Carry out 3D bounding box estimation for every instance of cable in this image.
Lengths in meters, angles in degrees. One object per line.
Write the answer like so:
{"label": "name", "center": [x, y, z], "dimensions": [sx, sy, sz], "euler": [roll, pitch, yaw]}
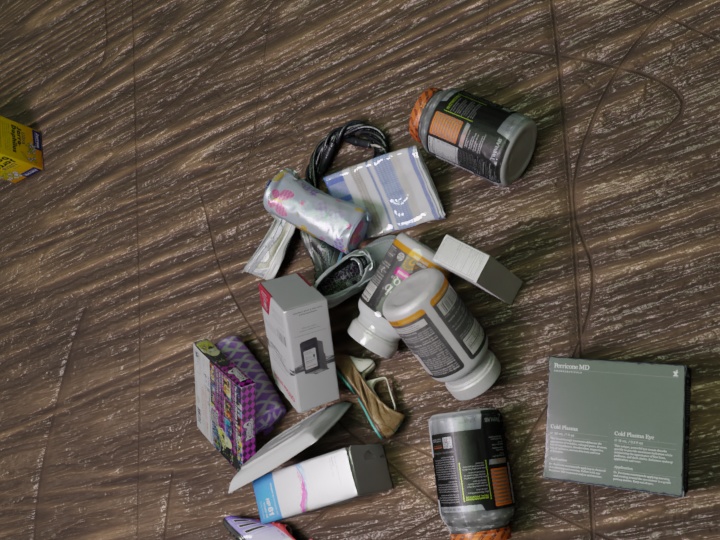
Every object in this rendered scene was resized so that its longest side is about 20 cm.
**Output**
{"label": "cable", "center": [-0.037, -0.200, 1.455], "dimensions": [0.199, 0.051, 0.164], "euler": [-22, 73, 24]}

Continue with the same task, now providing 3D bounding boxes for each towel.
{"label": "towel", "center": [0.043, -0.134, 1.373], "dimensions": [0.199, 0.024, 0.148], "euler": [-15, 112, 26]}

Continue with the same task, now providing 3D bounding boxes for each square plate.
{"label": "square plate", "center": [-0.124, 0.302, 1.326], "dimensions": [0.199, 0.198, 0.029], "euler": [-34, 87, 18]}

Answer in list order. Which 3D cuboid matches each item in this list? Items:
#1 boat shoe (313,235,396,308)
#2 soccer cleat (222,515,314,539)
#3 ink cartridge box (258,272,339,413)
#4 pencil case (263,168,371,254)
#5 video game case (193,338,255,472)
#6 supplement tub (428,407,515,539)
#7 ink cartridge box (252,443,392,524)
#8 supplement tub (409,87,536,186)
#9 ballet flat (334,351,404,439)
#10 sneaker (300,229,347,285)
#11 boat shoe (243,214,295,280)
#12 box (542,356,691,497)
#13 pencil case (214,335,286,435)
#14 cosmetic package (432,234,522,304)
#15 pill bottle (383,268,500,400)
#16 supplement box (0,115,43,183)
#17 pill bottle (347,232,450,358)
{"label": "boat shoe", "center": [-0.001, 0.000, 1.354], "dimensions": [0.200, 0.072, 0.070], "euler": [-34, 80, -9]}
{"label": "soccer cleat", "center": [-0.170, 0.495, 1.396], "dimensions": [0.199, 0.068, 0.073], "euler": [18, 66, 33]}
{"label": "ink cartridge box", "center": [-0.109, 0.126, 1.336], "dimensions": [0.145, 0.083, 0.202], "euler": [-143, 42, -58]}
{"label": "pencil case", "center": [-0.080, -0.110, 1.379], "dimensions": [0.199, 0.083, 0.091], "euler": [29, 82, 16]}
{"label": "video game case", "center": [-0.257, 0.256, 1.417], "dimensions": [0.181, 0.036, 0.202], "euler": [31, 127, 44]}
{"label": "supplement tub", "center": [0.179, 0.327, 1.204], "dimensions": [0.122, 0.122, 0.202], "euler": [-12, 74, 25]}
{"label": "ink cartridge box", "center": [-0.064, 0.370, 1.309], "dimensions": [0.199, 0.144, 0.085], "euler": [-24, 71, 22]}
{"label": "supplement tub", "center": [0.191, -0.236, 1.296], "dimensions": [0.199, 0.122, 0.123], "euler": [31, 95, 28]}
{"label": "ballet flat", "center": [0.011, 0.207, 1.353], "dimensions": [0.072, 0.068, 0.200], "euler": [-36, 63, -5]}
{"label": "sneaker", "center": [-0.061, -0.034, 1.437], "dimensions": [0.081, 0.073, 0.201], "euler": [-20, 77, 5]}
{"label": "boat shoe", "center": [-0.166, -0.080, 1.475], "dimensions": [0.064, 0.074, 0.203], "euler": [20, 101, -12]}
{"label": "box", "center": [0.385, 0.228, 1.126], "dimensions": [0.198, 0.104, 0.184], "euler": [2, 82, 27]}
{"label": "pencil case", "center": [-0.220, 0.221, 1.460], "dimensions": [0.083, 0.086, 0.201], "euler": [-26, 64, -19]}
{"label": "cosmetic package", "center": [0.194, 0.001, 1.213], "dimensions": [0.082, 0.200, 0.051], "euler": [31, 93, 28]}
{"label": "pill bottle", "center": [0.135, 0.105, 1.217], "dimensions": [0.116, 0.117, 0.200], "euler": [-31, 108, 19]}
{"label": "supplement box", "center": [-0.894, -0.305, 1.836], "dimensions": [0.108, 0.200, 0.110], "euler": [-19, 73, 23]}
{"label": "pill bottle", "center": [0.067, 0.045, 1.319], "dimensions": [0.116, 0.116, 0.201], "euler": [34, 97, 28]}
